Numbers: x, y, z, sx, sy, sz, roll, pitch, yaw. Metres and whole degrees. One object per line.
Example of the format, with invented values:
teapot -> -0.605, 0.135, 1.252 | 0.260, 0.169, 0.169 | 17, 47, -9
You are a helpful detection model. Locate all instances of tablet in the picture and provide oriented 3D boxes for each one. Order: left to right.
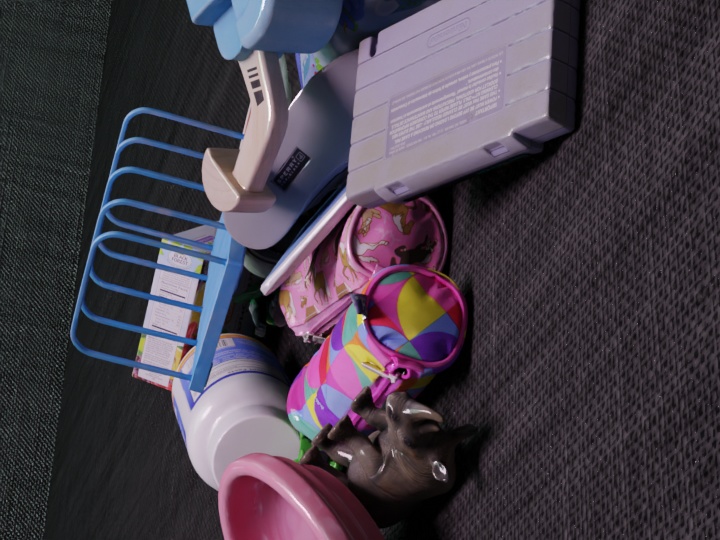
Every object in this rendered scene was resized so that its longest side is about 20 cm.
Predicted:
tablet -> 0.002, -0.070, 1.305 | 0.200, 0.014, 0.130 | -47, 6, 26

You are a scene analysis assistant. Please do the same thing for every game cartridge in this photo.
game cartridge -> 0.067, -0.122, 1.150 | 0.199, 0.038, 0.131 | -19, 63, 48

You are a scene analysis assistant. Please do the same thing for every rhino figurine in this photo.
rhino figurine -> 0.023, 0.123, 1.166 | 0.060, 0.087, 0.200 | -50, 1, -27

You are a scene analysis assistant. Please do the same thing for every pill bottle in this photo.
pill bottle -> -0.106, 0.136, 1.558 | 0.200, 0.111, 0.113 | -129, 52, -70

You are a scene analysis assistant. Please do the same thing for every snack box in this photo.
snack box -> -0.148, 0.027, 1.723 | 0.200, 0.053, 0.144 | -24, -48, -69

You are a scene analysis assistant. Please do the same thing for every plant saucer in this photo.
plant saucer -> -0.025, 0.212, 1.186 | 0.200, 0.051, 0.202 | 42, 146, 37

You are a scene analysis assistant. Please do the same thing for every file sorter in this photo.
file sorter -> -0.165, -0.024, 1.470 | 0.201, 0.121, 0.140 | -88, 14, -53

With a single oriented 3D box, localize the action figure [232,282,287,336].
action figure -> -0.060, 0.032, 1.526 | 0.200, 0.117, 0.055 | 156, 112, -82

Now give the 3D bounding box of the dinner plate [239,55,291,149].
dinner plate -> -0.091, -0.110, 1.591 | 0.200, 0.024, 0.202 | -166, 90, -79

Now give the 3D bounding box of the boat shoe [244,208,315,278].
boat shoe -> -0.076, -0.060, 1.651 | 0.200, 0.074, 0.094 | -117, 33, -67

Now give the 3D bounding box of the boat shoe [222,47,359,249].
boat shoe -> -0.027, -0.098, 1.323 | 0.200, 0.072, 0.066 | -52, 0, 24

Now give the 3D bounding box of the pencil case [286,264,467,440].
pencil case -> 0.009, 0.068, 1.246 | 0.200, 0.087, 0.089 | 125, 152, -61

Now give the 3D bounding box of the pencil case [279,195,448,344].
pencil case -> 0.000, 0.000, 1.329 | 0.200, 0.082, 0.087 | 141, 117, -66

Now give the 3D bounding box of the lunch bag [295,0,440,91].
lunch bag -> 0.018, -0.246, 1.348 | 0.170, 0.126, 0.202 | 127, 140, -55

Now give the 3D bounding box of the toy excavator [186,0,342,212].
toy excavator -> -0.071, -0.166, 1.251 | 0.194, 0.099, 0.202 | -37, 61, 45

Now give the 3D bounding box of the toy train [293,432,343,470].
toy train -> -0.038, 0.183, 1.423 | 0.057, 0.041, 0.202 | 109, 166, -65
